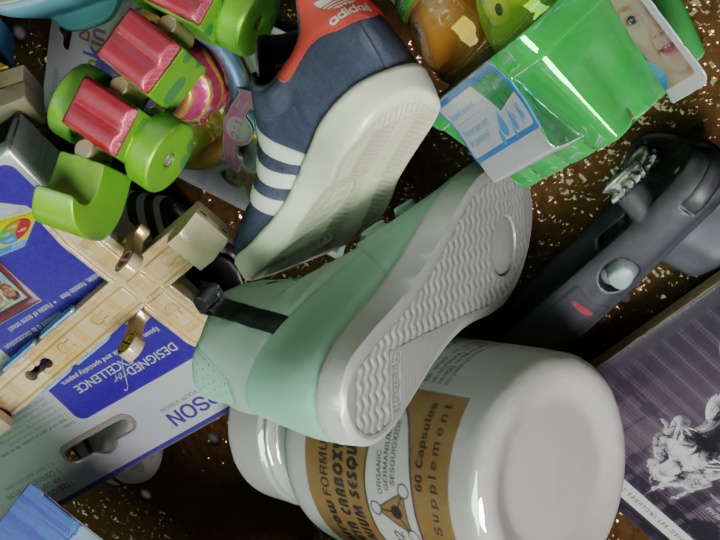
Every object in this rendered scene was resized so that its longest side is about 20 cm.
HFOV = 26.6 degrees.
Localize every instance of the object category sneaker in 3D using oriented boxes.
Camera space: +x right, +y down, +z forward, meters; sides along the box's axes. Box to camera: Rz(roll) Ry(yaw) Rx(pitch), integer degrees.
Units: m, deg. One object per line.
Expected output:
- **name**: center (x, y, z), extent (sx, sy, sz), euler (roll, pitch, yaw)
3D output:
- **sneaker**: center (0.000, 0.000, 0.742), extent (0.117, 0.200, 0.075), euler (8, 128, 35)
- **sneaker**: center (-0.120, 0.047, 0.891), extent (0.114, 0.076, 0.203), euler (6, 120, 24)
- **sneaker**: center (-0.025, -0.066, 0.731), extent (0.085, 0.074, 0.200), euler (61, 149, 13)

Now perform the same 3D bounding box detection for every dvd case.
- **dvd case**: center (0.201, 0.075, 0.791), extent (0.148, 0.016, 0.200), euler (40, 127, -12)

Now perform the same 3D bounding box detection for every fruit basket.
- **fruit basket**: center (0.043, -0.131, 0.660), extent (0.200, 0.094, 0.185), euler (44, 163, -7)

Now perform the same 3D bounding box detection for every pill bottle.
- **pill bottle**: center (0.026, 0.088, 0.778), extent (0.199, 0.114, 0.116), euler (6, 125, 47)

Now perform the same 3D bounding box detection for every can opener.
- **can opener**: center (0.119, 0.003, 0.762), extent (0.079, 0.064, 0.200), euler (42, 127, -6)

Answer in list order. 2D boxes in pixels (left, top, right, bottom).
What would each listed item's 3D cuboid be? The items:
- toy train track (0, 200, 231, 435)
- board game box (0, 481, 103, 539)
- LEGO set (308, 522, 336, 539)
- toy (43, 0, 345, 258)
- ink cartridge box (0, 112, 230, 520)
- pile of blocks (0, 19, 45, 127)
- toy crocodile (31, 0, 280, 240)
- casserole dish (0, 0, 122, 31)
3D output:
- **toy train track**: center (-0.143, 0.035, 0.792), extent (0.199, 0.033, 0.114), euler (-37, 118, 28)
- **board game box**: center (-0.131, 0.216, 0.864), extent (0.198, 0.044, 0.200), euler (38, 154, -2)
- **LEGO set**: center (0.008, 0.246, 0.962), extent (0.199, 0.116, 0.155), euler (32, 99, -2)
- **toy**: center (-0.089, -0.086, 0.811), extent (0.198, 0.047, 0.116), euler (24, 125, 8)
- **ink cartridge box**: center (-0.191, 0.036, 0.843), extent (0.196, 0.047, 0.200), euler (-29, 123, 23)
- **pile of blocks**: center (-0.245, -0.134, 0.810), extent (0.198, 0.083, 0.062), euler (23, 162, 29)
- **toy crocodile**: center (-0.098, -0.106, 0.739), extent (0.067, 0.062, 0.201), euler (31, 88, 15)
- **casserole dish**: center (-0.179, -0.214, 0.761), extent (0.120, 0.039, 0.202), euler (-9, 109, 34)
